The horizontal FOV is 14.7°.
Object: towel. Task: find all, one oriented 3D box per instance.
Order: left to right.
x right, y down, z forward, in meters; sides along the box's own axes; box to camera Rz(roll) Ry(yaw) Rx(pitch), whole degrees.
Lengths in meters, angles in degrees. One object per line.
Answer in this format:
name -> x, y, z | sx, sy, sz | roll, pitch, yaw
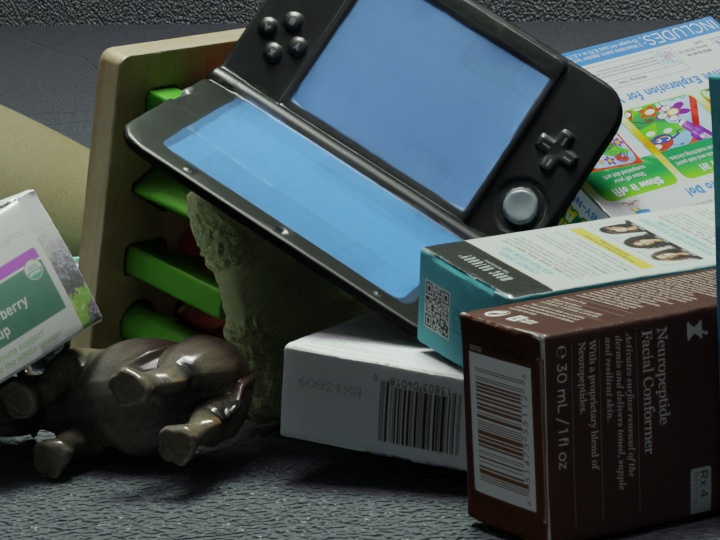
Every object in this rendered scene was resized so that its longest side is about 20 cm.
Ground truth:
towel -> 0.000, 0.000, 1.531 | 0.199, 0.149, 0.036 | -15, 1, -38

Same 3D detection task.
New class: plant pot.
plant pot -> -0.251, -0.033, 1.774 | 0.199, 0.189, 0.187 | 10, 8, -9

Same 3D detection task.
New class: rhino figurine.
rhino figurine -> -0.140, 0.069, 1.433 | 0.199, 0.060, 0.087 | -5, 12, 36

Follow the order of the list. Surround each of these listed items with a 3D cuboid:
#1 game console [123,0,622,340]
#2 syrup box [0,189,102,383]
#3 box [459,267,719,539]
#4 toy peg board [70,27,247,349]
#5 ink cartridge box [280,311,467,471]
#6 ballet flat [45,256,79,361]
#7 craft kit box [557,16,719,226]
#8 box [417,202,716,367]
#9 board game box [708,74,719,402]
game console -> 0.011, -0.077, 1.438 | 0.199, 0.176, 0.116 | 33, -4, 10
syrup box -> -0.225, 0.024, 1.465 | 0.079, 0.082, 0.200 | -34, 11, -33
box -> 0.147, 0.058, 1.290 | 0.199, 0.101, 0.075 | -10, 13, -31
toy peg board -> -0.055, -0.029, 1.612 | 0.098, 0.201, 0.199 | 25, 26, 38
ink cartridge box -> 0.054, 0.051, 1.427 | 0.108, 0.051, 0.200 | 9, 13, 26
ballet flat -> -0.113, 0.013, 1.710 | 0.199, 0.075, 0.074 | -15, 13, -16
craft kit box -> 0.185, -0.051, 1.549 | 0.199, 0.049, 0.198 | -16, 49, -38
box -> 0.133, 0.010, 1.364 | 0.199, 0.049, 0.082 | -9, 22, -29
board game box -> 0.233, 0.005, 1.263 | 0.150, 0.201, 0.047 | -9, 12, -29
